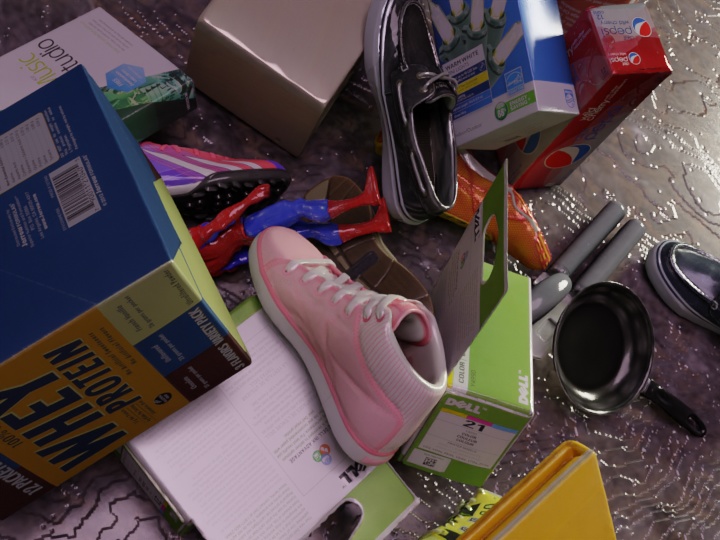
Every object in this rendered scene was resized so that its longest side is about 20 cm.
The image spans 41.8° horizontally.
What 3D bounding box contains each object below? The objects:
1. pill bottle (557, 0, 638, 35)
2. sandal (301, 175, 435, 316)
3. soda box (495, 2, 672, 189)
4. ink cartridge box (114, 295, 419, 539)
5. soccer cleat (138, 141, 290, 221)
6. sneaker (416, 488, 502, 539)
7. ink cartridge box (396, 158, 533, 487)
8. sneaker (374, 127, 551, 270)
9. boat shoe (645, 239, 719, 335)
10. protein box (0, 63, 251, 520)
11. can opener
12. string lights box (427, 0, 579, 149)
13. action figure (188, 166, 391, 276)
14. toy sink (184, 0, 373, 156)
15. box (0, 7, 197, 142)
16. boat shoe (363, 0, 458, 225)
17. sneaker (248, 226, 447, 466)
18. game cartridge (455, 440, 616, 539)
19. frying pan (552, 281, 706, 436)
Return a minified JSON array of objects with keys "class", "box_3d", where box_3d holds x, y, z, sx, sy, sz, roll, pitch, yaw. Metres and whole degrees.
[{"class":"pill bottle","box_3d":[0.197,-0.262,0.897,0.110,0.200,0.114,6,66,-14]},{"class":"sandal","box_3d":[0.000,0.000,0.796,0.080,0.054,0.201,-34,54,-4]},{"class":"soda box","box_3d":[0.190,-0.149,0.847,0.062,0.200,0.071,-7,69,-20]},{"class":"ink cartridge box","box_3d":[-0.078,0.147,0.709,0.147,0.076,0.201,-37,84,-26]},{"class":"soccer cleat","box_3d":[-0.157,-0.081,0.795,0.196,0.068,0.074,-9,67,-17]},{"class":"sneaker","box_3d":[0.081,0.215,0.728,0.198,0.075,0.077,7,54,-39]},{"class":"ink cartridge box","box_3d":[0.100,0.044,0.720,0.075,0.201,0.149,18,42,-8]},{"class":"sneaker","box_3d":[0.093,-0.066,0.870,0.200,0.073,0.077,44,85,9]},{"class":"boat shoe","box_3d":[0.371,0.027,0.889,0.199,0.091,0.071,37,63,1]},{"class":"protein box","box_3d":[-0.214,0.012,0.631,0.198,0.135,0.200,-31,55,-3]},{"class":"can opener","box_3d":[0.201,0.005,0.867,0.053,0.067,0.200,44,59,6]},{"class":"string lights box","box_3d":[0.116,-0.217,0.816,0.058,0.102,0.204,-4,81,-40]},{"class":"action figure","box_3d":[-0.076,-0.036,0.775,0.196,0.066,0.052,-15,59,8]},{"class":"toy sink","box_3d":[-0.051,-0.231,0.860,0.129,0.112,0.202,32,66,-5]},{"class":"box","box_3d":[-0.255,-0.133,0.774,0.199,0.037,0.144,-38,58,-25]},{"class":"boat shoe","box_3d":[0.054,-0.143,0.801,0.071,0.070,0.204,-9,93,-41]},{"class":"sneaker","box_3d":[-0.004,0.029,0.686,0.075,0.105,0.202,-2,55,-47]},{"class":"game cartridge","box_3d":[0.126,0.254,0.693,0.175,0.032,0.203,-33,121,-26]},{"class":"frying pan","box_3d":[0.244,0.076,0.845,0.187,0.031,0.117,15,84,-27]}]
